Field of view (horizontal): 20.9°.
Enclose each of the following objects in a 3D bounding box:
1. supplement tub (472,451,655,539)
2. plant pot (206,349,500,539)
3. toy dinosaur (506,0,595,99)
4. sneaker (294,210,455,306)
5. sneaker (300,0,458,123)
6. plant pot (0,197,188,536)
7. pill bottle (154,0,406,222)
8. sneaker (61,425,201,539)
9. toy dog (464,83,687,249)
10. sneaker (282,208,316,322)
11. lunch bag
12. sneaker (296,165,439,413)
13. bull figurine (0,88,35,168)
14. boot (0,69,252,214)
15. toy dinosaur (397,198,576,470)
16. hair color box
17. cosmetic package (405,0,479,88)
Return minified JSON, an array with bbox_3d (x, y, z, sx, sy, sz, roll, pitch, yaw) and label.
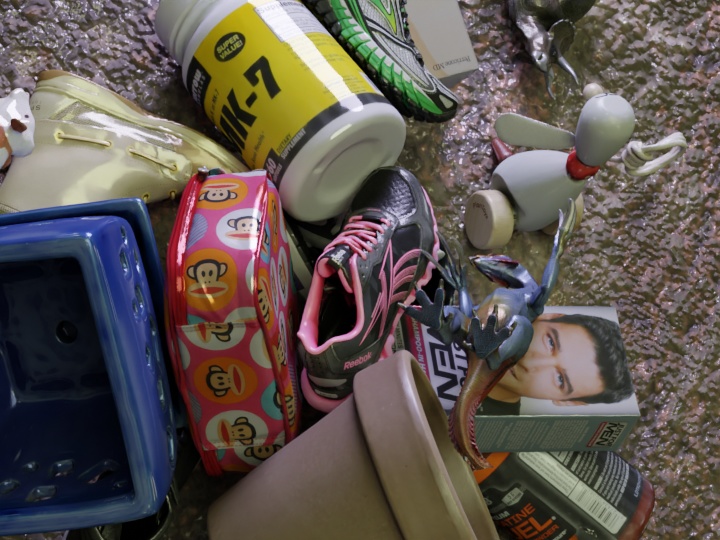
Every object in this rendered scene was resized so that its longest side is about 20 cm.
[{"bbox_3d":[0.132,0.154,1.563,0.200,0.107,0.107,39,68,-10],"label":"supplement tub"},{"bbox_3d":[-0.006,0.177,1.336,0.174,0.200,0.201,-24,89,6],"label":"plant pot"},{"bbox_3d":[0.168,-0.249,1.688,0.102,0.077,0.201,44,61,-22],"label":"toy dinosaur"},{"bbox_3d":[0.012,-0.026,1.534,0.079,0.129,0.200,-28,91,-27],"label":"sneaker"},{"bbox_3d":[0.014,-0.200,1.518,0.085,0.078,0.201,-36,88,-5],"label":"sneaker"},{"bbox_3d":[-0.226,0.058,1.348,0.198,0.180,0.202,-8,103,12],"label":"plant pot"},{"bbox_3d":[-0.066,-0.144,1.500,0.114,0.115,0.200,-28,63,-25],"label":"pill bottle"},{"bbox_3d":[-0.149,0.140,1.450,0.070,0.099,0.201,34,67,-11],"label":"sneaker"},{"bbox_3d":[0.156,-0.099,1.595,0.131,0.200,0.097,2,59,-47],"label":"toy dog"},{"bbox_3d":[-0.053,0.055,1.537,0.087,0.076,0.201,-27,99,4],"label":"sneaker"},{"bbox_3d":[-0.084,0.030,1.409,0.081,0.201,0.177,-2,37,7],"label":"lunch bag"},{"bbox_3d":[0.000,0.000,1.424,0.078,0.096,0.201,4,61,23],"label":"sneaker"},{"bbox_3d":[-0.331,-0.080,1.416,0.121,0.065,0.200,44,81,3],"label":"bull figurine"},{"bbox_3d":[-0.181,-0.044,1.487,0.199,0.073,0.156,26,70,-14],"label":"boot"},{"bbox_3d":[0.090,0.038,1.428,0.104,0.181,0.202,10,88,21],"label":"toy dinosaur"},{"bbox_3d":[0.103,0.082,1.485,0.198,0.061,0.100,1,56,-15],"label":"hair color box"},{"bbox_3d":[0.012,-0.238,1.608,0.105,0.071,0.201,-19,87,-24],"label":"cosmetic package"}]
